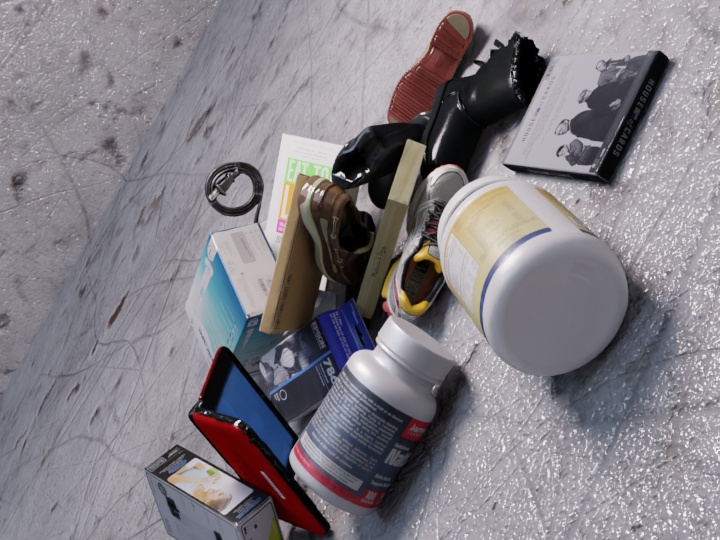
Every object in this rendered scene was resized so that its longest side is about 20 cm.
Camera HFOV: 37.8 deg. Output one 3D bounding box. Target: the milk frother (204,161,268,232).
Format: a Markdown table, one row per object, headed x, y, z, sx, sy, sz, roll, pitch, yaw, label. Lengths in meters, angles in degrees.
| x | y | z | sx | sy | sz | roll | pitch | yaw | label |
| --- | --- | --- | --- | --- | --- | --- | --- | --- | --- |
| -0.145 | -0.081 | 1.664 | 0.187 | 0.199 | 0.183 | -18 | 44 | 56 | milk frother |

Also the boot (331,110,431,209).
| x | y | z | sx | sy | sz | roll | pitch | yaw | label |
| --- | --- | --- | --- | --- | --- | --- | --- | --- | --- |
| 0.023 | -0.133 | 1.412 | 0.166 | 0.065 | 0.200 | -58 | -12 | 28 | boot |

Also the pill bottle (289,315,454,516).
| x | y | z | sx | sy | sz | roll | pitch | yaw | label |
| --- | --- | --- | --- | --- | --- | --- | --- | --- | --- |
| 0.017 | 0.160 | 1.185 | 0.202 | 0.118 | 0.120 | -58 | 25 | 8 | pill bottle |

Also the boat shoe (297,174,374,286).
| x | y | z | sx | sy | sz | roll | pitch | yaw | label |
| --- | --- | --- | --- | --- | --- | --- | --- | --- | --- |
| -0.019 | -0.035 | 1.332 | 0.074 | 0.203 | 0.075 | 21 | 69 | 27 | boat shoe |

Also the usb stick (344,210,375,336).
| x | y | z | sx | sy | sz | roll | pitch | yaw | label |
| --- | --- | --- | --- | --- | --- | --- | --- | --- | --- |
| 0.000 | 0.000 | 1.470 | 0.032 | 0.056 | 0.202 | -8 | 47 | 13 | usb stick |

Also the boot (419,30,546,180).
| x | y | z | sx | sy | sz | roll | pitch | yaw | label |
| --- | --- | --- | --- | --- | --- | --- | --- | --- | --- |
| 0.159 | -0.199 | 1.354 | 0.161 | 0.073 | 0.201 | -23 | 46 | 46 | boot |

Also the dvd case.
| x | y | z | sx | sy | sz | roll | pitch | yaw | label |
| --- | --- | --- | --- | --- | --- | --- | --- | --- | --- |
| 0.250 | -0.178 | 1.200 | 0.152 | 0.024 | 0.199 | -63 | 24 | -2 | dvd case |

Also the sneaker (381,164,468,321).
| x | y | z | sx | sy | sz | roll | pitch | yaw | label |
| --- | --- | --- | --- | --- | --- | --- | --- | --- | --- |
| 0.091 | -0.031 | 1.288 | 0.082 | 0.077 | 0.204 | 178 | 110 | -78 | sneaker |

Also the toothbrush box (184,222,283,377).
| x | y | z | sx | sy | sz | roll | pitch | yaw | label |
| --- | --- | --- | --- | --- | --- | --- | --- | --- | --- |
| -0.178 | 0.053 | 1.532 | 0.148 | 0.084 | 0.201 | 62 | 146 | 25 | toothbrush box |

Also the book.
| x | y | z | sx | sy | sz | roll | pitch | yaw | label |
| --- | --- | --- | --- | --- | --- | --- | --- | --- | --- |
| -0.073 | -0.085 | 1.510 | 0.132 | 0.048 | 0.204 | 15 | 98 | 34 | book |

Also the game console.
| x | y | z | sx | sy | sz | roll | pitch | yaw | label |
| --- | --- | --- | --- | --- | --- | --- | --- | --- | --- |
| -0.109 | 0.207 | 1.305 | 0.171 | 0.201 | 0.119 | 4 | 46 | 50 | game console |

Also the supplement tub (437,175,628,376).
| x | y | z | sx | sy | sz | roll | pitch | yaw | label |
| --- | --- | --- | --- | --- | --- | --- | --- | --- | --- |
| 0.161 | -0.003 | 1.044 | 0.145 | 0.143 | 0.201 | -55 | 25 | 13 | supplement tub |

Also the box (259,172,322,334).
| x | y | z | sx | sy | sz | roll | pitch | yaw | label |
| --- | --- | --- | --- | --- | --- | --- | --- | --- | --- |
| -0.073 | -0.020 | 1.377 | 0.163 | 0.021 | 0.204 | -2 | -74 | -75 | box |

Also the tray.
| x | y | z | sx | sy | sz | roll | pitch | yaw | label |
| --- | --- | --- | --- | --- | --- | --- | --- | --- | --- |
| -0.090 | 0.124 | 1.551 | 0.199 | 0.022 | 0.109 | -40 | 31 | 40 | tray |

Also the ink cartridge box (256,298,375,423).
| x | y | z | sx | sy | sz | roll | pitch | yaw | label |
| --- | --- | --- | --- | --- | --- | --- | --- | --- | --- |
| -0.059 | 0.124 | 1.409 | 0.199 | 0.039 | 0.101 | -38 | 72 | 42 | ink cartridge box |

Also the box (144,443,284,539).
| x | y | z | sx | sy | sz | roll | pitch | yaw | label |
| --- | --- | --- | --- | --- | --- | --- | --- | --- | --- |
| -0.182 | 0.313 | 1.335 | 0.060 | 0.119 | 0.198 | -33 | 33 | -34 | box |

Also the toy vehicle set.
| x | y | z | sx | sy | sz | roll | pitch | yaw | label |
| --- | --- | --- | --- | --- | --- | --- | --- | --- | --- |
| 0.037 | -0.051 | 1.355 | 0.125 | 0.026 | 0.202 | -71 | -2 | -48 | toy vehicle set |

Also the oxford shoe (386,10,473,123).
| x | y | z | sx | sy | sz | roll | pitch | yaw | label |
| --- | --- | --- | --- | --- | --- | --- | --- | --- | --- |
| 0.110 | -0.294 | 1.571 | 0.201 | 0.070 | 0.075 | -53 | -1 | 21 | oxford shoe |
